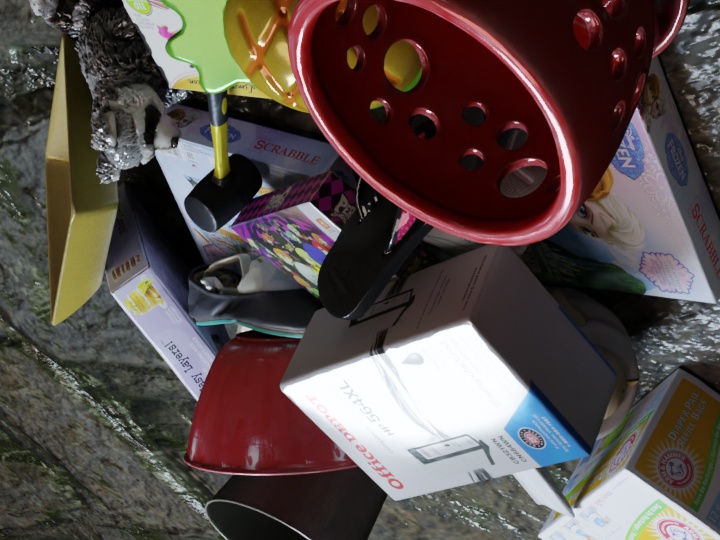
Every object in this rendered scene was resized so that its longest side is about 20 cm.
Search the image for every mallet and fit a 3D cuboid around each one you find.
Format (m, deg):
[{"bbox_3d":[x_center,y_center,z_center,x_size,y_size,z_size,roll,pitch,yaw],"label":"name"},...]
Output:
[{"bbox_3d":[-0.105,-0.119,1.168,0.041,0.066,0.201,31,139,21],"label":"mallet"}]

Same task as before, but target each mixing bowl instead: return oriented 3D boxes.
[{"bbox_3d":[-0.061,0.109,1.319,0.199,0.199,0.110,2,97,46],"label":"mixing bowl"}]

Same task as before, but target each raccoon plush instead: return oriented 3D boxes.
[{"bbox_3d":[-0.228,-0.156,1.259,0.198,0.135,0.097,19,149,28],"label":"raccoon plush"}]

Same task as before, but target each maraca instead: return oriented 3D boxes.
[{"bbox_3d":[-0.045,-0.171,1.038,0.197,0.108,0.139,4,127,10],"label":"maraca"}]

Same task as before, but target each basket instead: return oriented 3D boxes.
[{"bbox_3d":[-0.033,0.198,1.492,0.179,0.201,0.137,10,143,41],"label":"basket"}]

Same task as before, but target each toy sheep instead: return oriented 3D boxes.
[{"bbox_3d":[0.151,0.073,1.188,0.138,0.138,0.200,47,176,-19],"label":"toy sheep"}]

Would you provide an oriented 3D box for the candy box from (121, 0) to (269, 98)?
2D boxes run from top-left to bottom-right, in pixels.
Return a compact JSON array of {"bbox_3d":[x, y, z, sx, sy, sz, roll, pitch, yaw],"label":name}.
[{"bbox_3d":[-0.126,-0.227,1.120,0.135,0.061,0.201,11,142,38],"label":"candy box"}]

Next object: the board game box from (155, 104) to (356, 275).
[{"bbox_3d":[-0.079,-0.047,1.335,0.198,0.041,0.201,18,146,30],"label":"board game box"}]

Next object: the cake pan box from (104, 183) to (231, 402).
[{"bbox_3d":[-0.192,0.027,1.482,0.185,0.052,0.200,58,-178,-33],"label":"cake pan box"}]

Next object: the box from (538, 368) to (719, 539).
[{"bbox_3d":[0.248,0.186,1.256,0.101,0.113,0.200,35,150,2],"label":"box"}]

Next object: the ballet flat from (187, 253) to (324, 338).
[{"bbox_3d":[-0.096,0.020,1.324,0.199,0.073,0.073,4,138,53],"label":"ballet flat"}]

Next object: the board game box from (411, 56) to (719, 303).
[{"bbox_3d":[0.149,-0.069,1.065,0.198,0.041,0.201,7,139,43],"label":"board game box"}]

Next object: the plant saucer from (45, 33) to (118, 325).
[{"bbox_3d":[-0.261,-0.081,1.384,0.048,0.202,0.201,0,149,-17],"label":"plant saucer"}]

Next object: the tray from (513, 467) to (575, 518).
[{"bbox_3d":[0.122,0.136,1.297,0.108,0.022,0.200,51,-175,-26],"label":"tray"}]

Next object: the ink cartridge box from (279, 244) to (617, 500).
[{"bbox_3d":[0.062,0.080,1.081,0.199,0.085,0.146,-23,120,43],"label":"ink cartridge box"}]

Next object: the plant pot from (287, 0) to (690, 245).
[{"bbox_3d":[0.082,-0.147,0.879,0.199,0.183,0.201,26,150,17],"label":"plant pot"}]

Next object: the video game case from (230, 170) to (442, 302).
[{"bbox_3d":[0.000,0.000,1.181,0.181,0.036,0.200,40,163,-16],"label":"video game case"}]

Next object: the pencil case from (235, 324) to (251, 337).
[{"bbox_3d":[-0.021,0.087,1.444,0.198,0.079,0.089,28,-178,15],"label":"pencil case"}]

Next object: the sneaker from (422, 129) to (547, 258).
[{"bbox_3d":[0.101,-0.046,1.049,0.080,0.071,0.200,41,160,-17],"label":"sneaker"}]

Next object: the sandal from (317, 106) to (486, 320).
[{"bbox_3d":[0.024,-0.052,1.024,0.045,0.201,0.075,19,-157,-42],"label":"sandal"}]
